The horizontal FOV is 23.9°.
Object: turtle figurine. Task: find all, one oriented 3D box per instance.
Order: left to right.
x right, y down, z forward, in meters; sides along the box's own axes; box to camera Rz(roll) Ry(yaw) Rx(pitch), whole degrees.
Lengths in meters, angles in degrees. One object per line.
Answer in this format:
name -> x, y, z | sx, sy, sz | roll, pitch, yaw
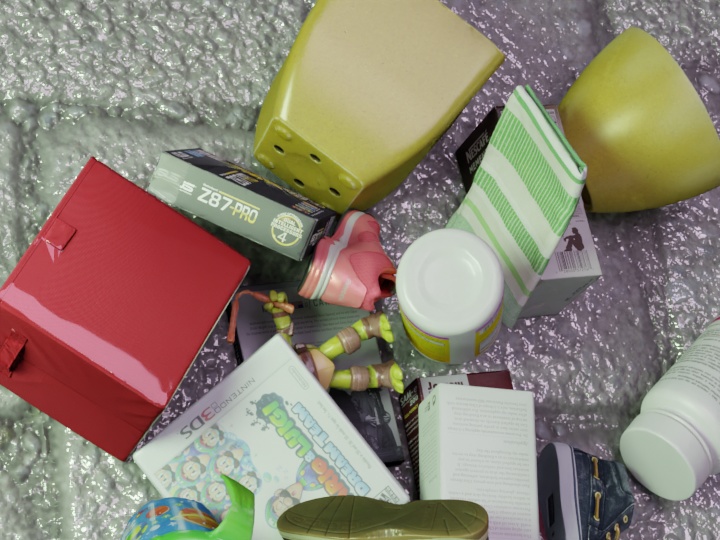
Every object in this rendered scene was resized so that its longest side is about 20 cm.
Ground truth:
turtle figurine -> -0.042, 0.107, 1.658 | 0.160, 0.064, 0.202 | -13, 85, -10

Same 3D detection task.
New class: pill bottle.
pill bottle -> 0.090, 0.033, 1.685 | 0.103, 0.200, 0.106 | -1, 75, 3
pill bottle -> 0.368, 0.143, 1.801 | 0.113, 0.113, 0.200 | 47, 59, 4

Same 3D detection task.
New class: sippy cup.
sippy cup -> -0.162, 0.271, 1.517 | 0.176, 0.130, 0.141 | -22, 111, -6

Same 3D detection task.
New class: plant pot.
plant pot -> -0.004, -0.173, 1.761 | 0.194, 0.196, 0.201 | 37, 68, -2
plant pot -> 0.286, -0.145, 1.871 | 0.141, 0.200, 0.201 | -30, 79, -4

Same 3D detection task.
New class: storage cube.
storage cube -> -0.232, 0.038, 1.581 | 0.179, 0.171, 0.201 | 33, 59, -5

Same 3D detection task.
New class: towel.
towel -> 0.157, -0.067, 1.743 | 0.023, 0.201, 0.153 | 0, 43, -32

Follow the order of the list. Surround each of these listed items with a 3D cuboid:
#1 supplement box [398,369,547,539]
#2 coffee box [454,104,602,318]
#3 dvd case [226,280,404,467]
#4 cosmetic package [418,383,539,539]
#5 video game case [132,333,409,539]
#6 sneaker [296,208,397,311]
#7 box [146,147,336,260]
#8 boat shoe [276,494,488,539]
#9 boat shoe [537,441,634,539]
supplement box -> 0.113, 0.206, 1.705 | 0.108, 0.061, 0.202 | -3, 68, -21
coffee box -> 0.177, -0.063, 1.819 | 0.079, 0.113, 0.202 | -4, 68, -23
dvd case -> -0.047, 0.106, 1.708 | 0.149, 0.025, 0.202 | -5, 69, -23
cosmetic package -> 0.112, 0.216, 1.624 | 0.100, 0.071, 0.202 | 7, 66, -14
video game case -> -0.084, 0.194, 1.599 | 0.182, 0.024, 0.201 | -39, 89, 0
sneaker -> 0.000, 0.000, 1.691 | 0.086, 0.074, 0.200 | 26, 20, 5
box -> -0.110, -0.066, 1.654 | 0.160, 0.200, 0.050 | 23, 96, 3
boat shoe -> 0.021, 0.247, 1.541 | 0.199, 0.067, 0.072 | -2, 25, 17
boat shoe -> 0.230, 0.267, 1.705 | 0.090, 0.071, 0.202 | 14, 52, -15
